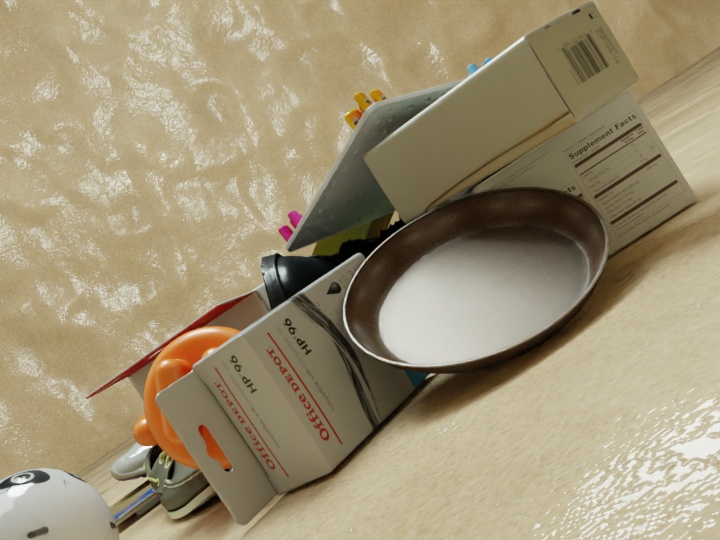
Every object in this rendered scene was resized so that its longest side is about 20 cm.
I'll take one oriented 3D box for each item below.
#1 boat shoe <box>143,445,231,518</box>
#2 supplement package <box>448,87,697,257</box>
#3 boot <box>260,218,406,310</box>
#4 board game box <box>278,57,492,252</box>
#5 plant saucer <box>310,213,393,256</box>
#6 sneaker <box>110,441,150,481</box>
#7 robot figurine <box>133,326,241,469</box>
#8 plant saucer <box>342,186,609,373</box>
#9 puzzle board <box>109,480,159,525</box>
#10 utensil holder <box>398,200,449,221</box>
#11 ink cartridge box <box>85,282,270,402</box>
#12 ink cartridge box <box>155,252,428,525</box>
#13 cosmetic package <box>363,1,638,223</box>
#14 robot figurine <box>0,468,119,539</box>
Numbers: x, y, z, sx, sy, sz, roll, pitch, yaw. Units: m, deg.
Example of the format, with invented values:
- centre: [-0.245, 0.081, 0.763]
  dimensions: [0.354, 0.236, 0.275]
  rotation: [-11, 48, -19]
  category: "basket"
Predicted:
- centre: [-0.173, 0.194, 0.862]
  dimensions: [0.072, 0.060, 0.202]
  rotation: [-33, 2, -23]
  category: "boat shoe"
- centre: [0.183, -0.066, 0.818]
  dimensions: [0.156, 0.111, 0.200]
  rotation: [-33, 2, 1]
  category: "supplement package"
- centre: [0.000, 0.000, 0.837]
  dimensions: [0.168, 0.077, 0.200]
  rotation: [-16, 3, 3]
  category: "boot"
- centre: [0.030, -0.113, 0.855]
  dimensions: [0.200, 0.026, 0.200]
  rotation: [-25, -21, -41]
  category: "board game box"
- centre: [0.011, -0.082, 1.051]
  dimensions: [0.200, 0.048, 0.200]
  rotation: [-68, -8, 27]
  category: "plant saucer"
- centre: [-0.248, 0.192, 1.145]
  dimensions: [0.200, 0.100, 0.075]
  rotation: [-37, 6, -37]
  category: "sneaker"
- centre: [-0.112, 0.110, 0.756]
  dimensions: [0.144, 0.117, 0.200]
  rotation: [-52, -13, -2]
  category: "robot figurine"
- centre: [0.084, 0.009, 0.646]
  dimensions: [0.200, 0.032, 0.200]
  rotation: [-20, 31, 13]
  category: "plant saucer"
- centre: [-0.223, 0.248, 1.080]
  dimensions: [0.200, 0.017, 0.151]
  rotation: [-35, 3, -28]
  category: "puzzle board"
- centre: [0.147, -0.084, 1.046]
  dimensions: [0.170, 0.170, 0.200]
  rotation: [-33, 3, -9]
  category: "utensil holder"
- centre: [-0.179, 0.084, 0.982]
  dimensions: [0.200, 0.045, 0.176]
  rotation: [-33, 1, 20]
  category: "ink cartridge box"
- centre: [-0.040, 0.082, 0.662]
  dimensions: [0.068, 0.116, 0.200]
  rotation: [-33, 2, 40]
  category: "ink cartridge box"
- centre: [0.105, -0.120, 0.703]
  dimensions: [0.103, 0.073, 0.200]
  rotation: [-34, 2, -38]
  category: "cosmetic package"
- centre: [-0.275, 0.229, 0.670]
  dimensions: [0.200, 0.125, 0.150]
  rotation: [-33, 20, 23]
  category: "robot figurine"
